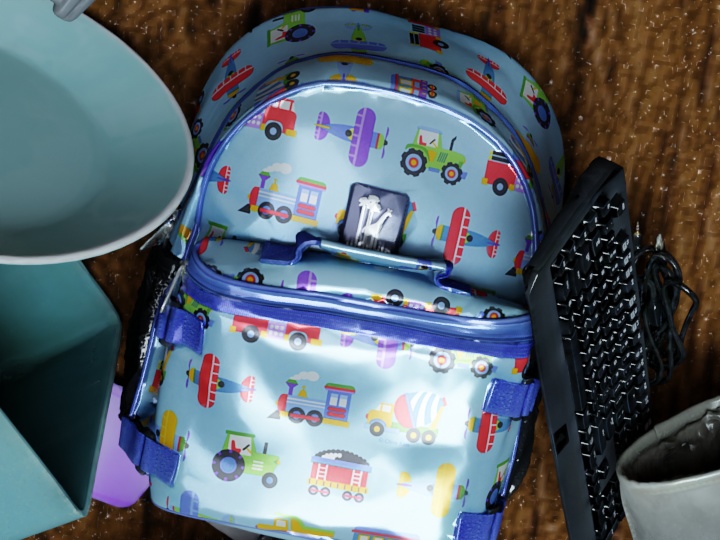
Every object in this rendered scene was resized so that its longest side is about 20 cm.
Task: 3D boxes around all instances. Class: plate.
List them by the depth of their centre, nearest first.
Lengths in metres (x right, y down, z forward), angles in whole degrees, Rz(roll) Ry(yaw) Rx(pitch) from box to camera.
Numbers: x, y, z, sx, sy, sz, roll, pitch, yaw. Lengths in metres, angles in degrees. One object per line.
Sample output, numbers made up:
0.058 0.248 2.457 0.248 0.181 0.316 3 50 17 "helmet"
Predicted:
-0.162 -0.061 0.801 0.198 0.201 0.026 21 125 -6 "plate"

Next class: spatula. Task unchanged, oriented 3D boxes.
-0.061 0.114 0.942 0.199 0.021 0.057 33 104 -10 "spatula"

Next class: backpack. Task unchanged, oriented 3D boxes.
0.000 0.000 0.847 0.181 0.135 0.202 15 105 -5 "backpack"

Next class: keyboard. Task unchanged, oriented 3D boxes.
0.113 0.036 0.845 0.039 0.104 0.201 16 146 24 "keyboard"

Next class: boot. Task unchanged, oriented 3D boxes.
0.208 0.139 0.898 0.180 0.072 0.202 -20 108 -17 "boot"

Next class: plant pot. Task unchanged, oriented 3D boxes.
-0.225 0.050 0.858 0.199 0.142 0.142 -26 118 16 "plant pot"

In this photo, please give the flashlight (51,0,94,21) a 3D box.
-0.064 -0.185 0.823 0.068 0.068 0.200 42 103 -14 "flashlight"
